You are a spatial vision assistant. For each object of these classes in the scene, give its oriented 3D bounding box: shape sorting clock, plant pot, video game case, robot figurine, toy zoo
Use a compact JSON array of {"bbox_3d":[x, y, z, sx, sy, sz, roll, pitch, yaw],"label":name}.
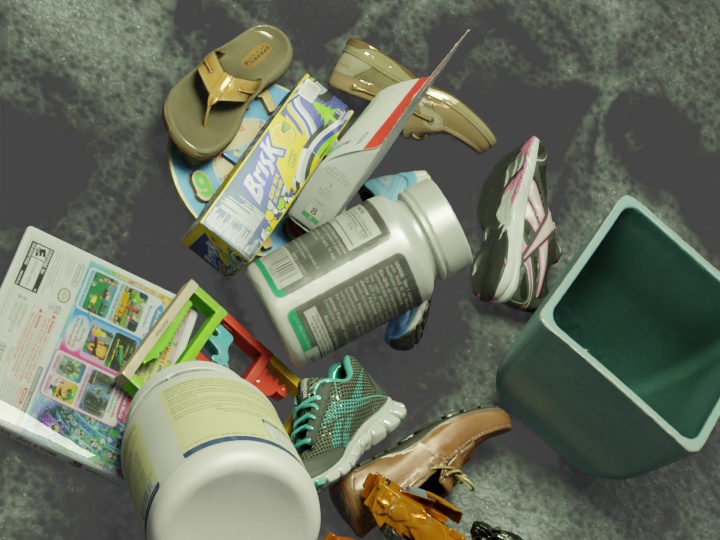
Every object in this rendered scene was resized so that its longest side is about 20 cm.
[{"bbox_3d":[-0.101,-0.106,1.830,0.198,0.039,0.202,12,59,-20],"label":"shape sorting clock"},{"bbox_3d":[0.247,0.090,1.797,0.195,0.200,0.197,40,54,0],"label":"plant pot"},{"bbox_3d":[-0.258,0.079,1.661,0.181,0.024,0.201,26,55,-13],"label":"video game case"},{"bbox_3d":[0.068,0.275,1.665,0.199,0.058,0.146,34,97,-16],"label":"robot figurine"},{"bbox_3d":[-0.121,0.121,1.692,0.200,0.020,0.132,43,51,-12],"label":"toy zoo"}]

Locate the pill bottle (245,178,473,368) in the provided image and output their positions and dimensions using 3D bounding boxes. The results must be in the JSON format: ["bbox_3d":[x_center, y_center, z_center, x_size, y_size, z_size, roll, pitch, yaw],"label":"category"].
[{"bbox_3d":[0.000,0.000,1.731,0.199,0.113,0.114,-28,76,-6],"label":"pill bottle"}]

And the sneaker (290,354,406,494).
[{"bbox_3d":[-0.038,0.146,1.682,0.092,0.077,0.200,55,34,-3],"label":"sneaker"}]

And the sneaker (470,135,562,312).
[{"bbox_3d":[0.174,-0.041,1.921,0.086,0.080,0.202,27,62,-25],"label":"sneaker"}]

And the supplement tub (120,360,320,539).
[{"bbox_3d":[-0.124,0.173,1.535,0.144,0.146,0.200,11,18,-21],"label":"supplement tub"}]

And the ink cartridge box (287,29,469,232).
[{"bbox_3d":[0.016,-0.144,1.767,0.050,0.201,0.161,34,39,1],"label":"ink cartridge box"}]

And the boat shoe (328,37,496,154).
[{"bbox_3d":[0.055,-0.172,1.935,0.199,0.071,0.065,31,89,-18],"label":"boat shoe"}]

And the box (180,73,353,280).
[{"bbox_3d":[-0.090,-0.092,1.768,0.064,0.070,0.201,38,64,-9],"label":"box"}]

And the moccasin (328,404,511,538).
[{"bbox_3d":[0.066,0.190,1.730,0.200,0.074,0.078,-26,79,-34],"label":"moccasin"}]

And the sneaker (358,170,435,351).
[{"bbox_3d":[0.029,-0.009,1.836,0.089,0.079,0.202,2,58,-4],"label":"sneaker"}]

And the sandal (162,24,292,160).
[{"bbox_3d":[-0.129,-0.190,1.810,0.080,0.054,0.200,37,53,2],"label":"sandal"}]
